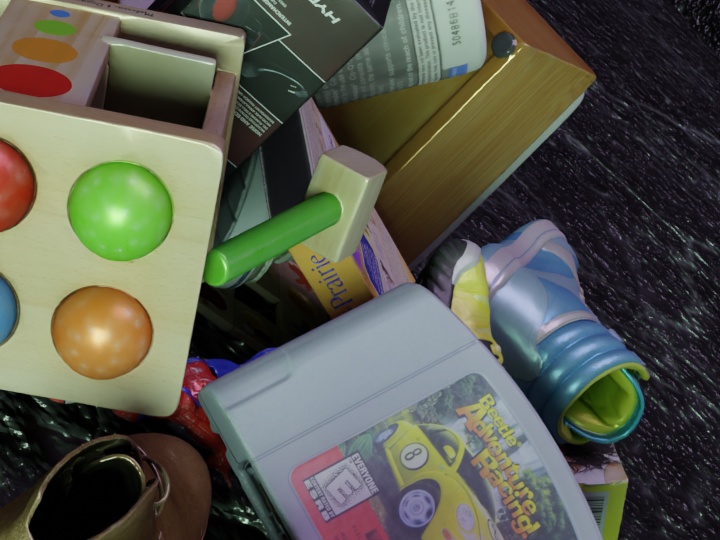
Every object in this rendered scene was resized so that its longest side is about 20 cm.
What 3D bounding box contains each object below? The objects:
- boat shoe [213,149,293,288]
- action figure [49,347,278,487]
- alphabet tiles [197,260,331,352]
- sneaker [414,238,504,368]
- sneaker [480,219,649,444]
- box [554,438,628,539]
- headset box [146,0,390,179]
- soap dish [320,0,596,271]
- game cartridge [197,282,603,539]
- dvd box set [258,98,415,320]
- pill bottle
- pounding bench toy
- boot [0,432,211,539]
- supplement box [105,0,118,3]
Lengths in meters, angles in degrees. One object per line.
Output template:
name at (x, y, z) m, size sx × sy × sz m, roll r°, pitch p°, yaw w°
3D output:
boat shoe at (-0.054, -0.036, 1.008) m, size 0.062 × 0.072 × 0.200 m, roll 35°, pitch 18°, yaw -13°
action figure at (-0.072, 0.060, 0.828) m, size 0.199 × 0.052 × 0.066 m, roll 17°, pitch 27°, yaw -52°
alphabet tiles at (-0.024, 0.030, 1.047) m, size 0.199 × 0.008 × 0.168 m, roll 36°, pitch 20°, yaw -20°
sneaker at (0.050, 0.084, 0.852) m, size 0.076 × 0.075 × 0.202 m, roll 8°, pitch 72°, yaw -9°
sneaker at (0.118, 0.042, 1.031) m, size 0.130 × 0.080 × 0.200 m, roll 41°, pitch 21°, yaw 10°
box at (0.101, 0.085, 1.065) m, size 0.074 × 0.051 × 0.201 m, roll -2°, pitch 32°, yaw -9°
headset box at (-0.073, -0.106, 0.879) m, size 0.075 × 0.200 × 0.149 m, roll 42°, pitch 26°, yaw -15°
soap dish at (0.031, -0.107, 1.129) m, size 0.081 × 0.200 × 0.158 m, roll 32°, pitch 17°, yaw -51°
game cartridge at (0.031, 0.110, 0.779) m, size 0.132 × 0.041 × 0.201 m, roll -26°, pitch 79°, yaw -27°
dvd box set at (0.000, 0.000, 0.970) m, size 0.201 × 0.029 × 0.147 m, roll 59°, pitch 11°, yaw -35°
pill bottle at (-0.035, -0.149, 1.022) m, size 0.114 × 0.198 × 0.115 m, roll 166°, pitch -90°, yaw -88°
pounding bench toy at (-0.087, -0.024, 0.745) m, size 0.198 × 0.125 × 0.156 m, roll 10°, pitch 26°, yaw -5°
boot at (-0.093, 0.095, 0.679) m, size 0.074 × 0.076 × 0.200 m, roll 42°, pitch 18°, yaw 5°
supplement box at (-0.227, -0.170, 0.981) m, size 0.199 × 0.069 × 0.067 m, roll 31°, pitch 23°, yaw -26°
